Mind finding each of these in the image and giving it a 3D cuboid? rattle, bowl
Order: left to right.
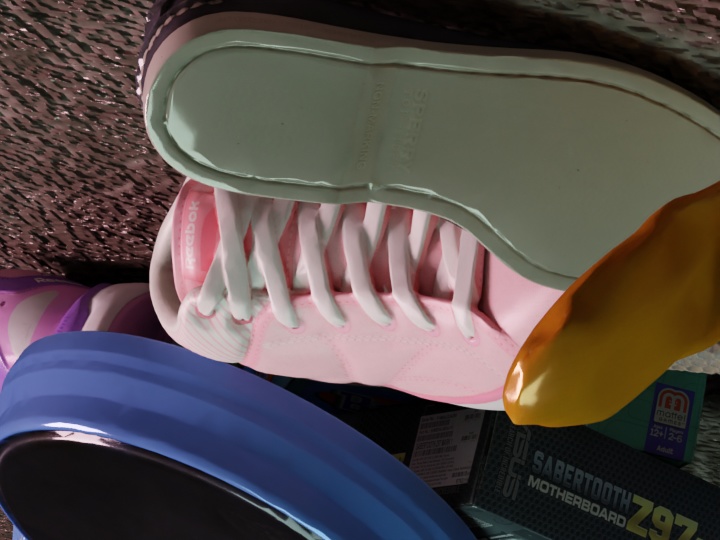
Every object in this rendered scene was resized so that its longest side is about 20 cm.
[{"bbox_3d":[-0.047,0.097,1.094,0.200,0.039,0.201,22,154,12],"label":"bowl"},{"bbox_3d":[0.164,0.028,0.771,0.200,0.143,0.130,40,139,4],"label":"rattle"}]

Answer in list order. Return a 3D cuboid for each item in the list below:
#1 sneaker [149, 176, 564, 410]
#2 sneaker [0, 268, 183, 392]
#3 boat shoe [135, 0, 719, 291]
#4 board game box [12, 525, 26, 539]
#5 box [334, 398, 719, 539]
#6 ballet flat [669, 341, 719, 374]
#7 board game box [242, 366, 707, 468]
[{"bbox_3d":[0.000,0.000,0.971,0.104,0.076,0.200,16,168,-30],"label":"sneaker"},{"bbox_3d":[-0.114,0.050,1.224,0.088,0.081,0.200,16,161,15],"label":"sneaker"},{"bbox_3d":[0.030,-0.046,0.872,0.199,0.073,0.063,12,-153,-19],"label":"boat shoe"},{"bbox_3d":[-0.058,0.125,1.359,0.199,0.037,0.151,16,-165,-10],"label":"board game box"},{"bbox_3d":[0.048,0.103,1.154,0.157,0.051,0.200,26,158,-29],"label":"box"},{"bbox_3d":[0.125,0.022,0.977,0.199,0.046,0.067,-2,-160,30],"label":"ballet flat"},{"bbox_3d":[0.034,0.058,1.188,0.152,0.045,0.200,15,163,-9],"label":"board game box"}]
